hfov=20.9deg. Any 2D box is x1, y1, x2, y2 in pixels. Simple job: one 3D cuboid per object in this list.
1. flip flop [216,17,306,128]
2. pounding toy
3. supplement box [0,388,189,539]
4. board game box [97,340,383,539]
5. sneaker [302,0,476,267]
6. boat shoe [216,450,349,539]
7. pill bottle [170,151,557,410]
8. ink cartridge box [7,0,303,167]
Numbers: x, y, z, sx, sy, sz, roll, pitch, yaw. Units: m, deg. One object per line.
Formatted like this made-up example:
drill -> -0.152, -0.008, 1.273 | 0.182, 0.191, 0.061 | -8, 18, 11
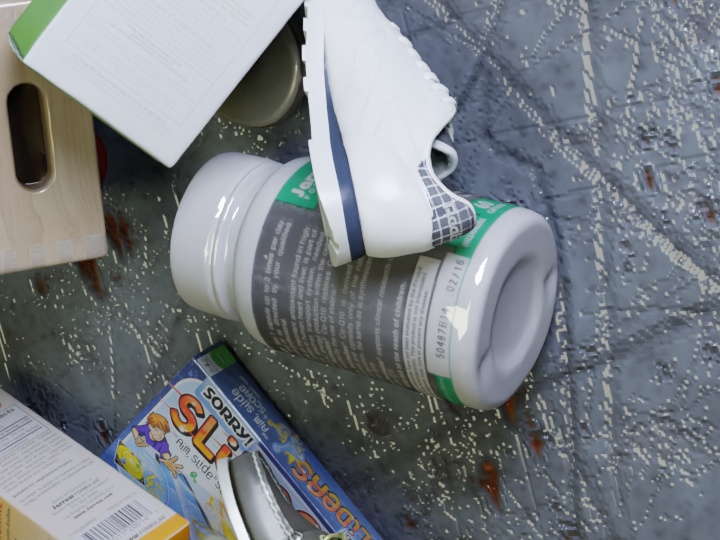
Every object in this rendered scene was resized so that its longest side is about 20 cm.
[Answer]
flip flop -> -0.112, -0.153, 1.145 | 0.200, 0.058, 0.081 | 42, 122, 15
pounding toy -> -0.202, -0.114, 1.154 | 0.184, 0.142, 0.201 | -144, 47, -63
supplement box -> -0.206, 0.177, 1.280 | 0.200, 0.073, 0.126 | 29, 133, 30
board game box -> -0.070, 0.163, 1.243 | 0.200, 0.034, 0.135 | 49, 125, 8
sneaker -> 0.011, -0.089, 1.050 | 0.080, 0.201, 0.077 | -10, 145, 3
boat shoe -> -0.021, 0.192, 1.162 | 0.060, 0.072, 0.202 | -30, 78, 7
pill bottle -> 0.000, 0.000, 1.095 | 0.199, 0.113, 0.114 | 15, 114, 27
ink cartridge box -> -0.086, -0.167, 1.048 | 0.104, 0.059, 0.200 | 36, 97, -27
